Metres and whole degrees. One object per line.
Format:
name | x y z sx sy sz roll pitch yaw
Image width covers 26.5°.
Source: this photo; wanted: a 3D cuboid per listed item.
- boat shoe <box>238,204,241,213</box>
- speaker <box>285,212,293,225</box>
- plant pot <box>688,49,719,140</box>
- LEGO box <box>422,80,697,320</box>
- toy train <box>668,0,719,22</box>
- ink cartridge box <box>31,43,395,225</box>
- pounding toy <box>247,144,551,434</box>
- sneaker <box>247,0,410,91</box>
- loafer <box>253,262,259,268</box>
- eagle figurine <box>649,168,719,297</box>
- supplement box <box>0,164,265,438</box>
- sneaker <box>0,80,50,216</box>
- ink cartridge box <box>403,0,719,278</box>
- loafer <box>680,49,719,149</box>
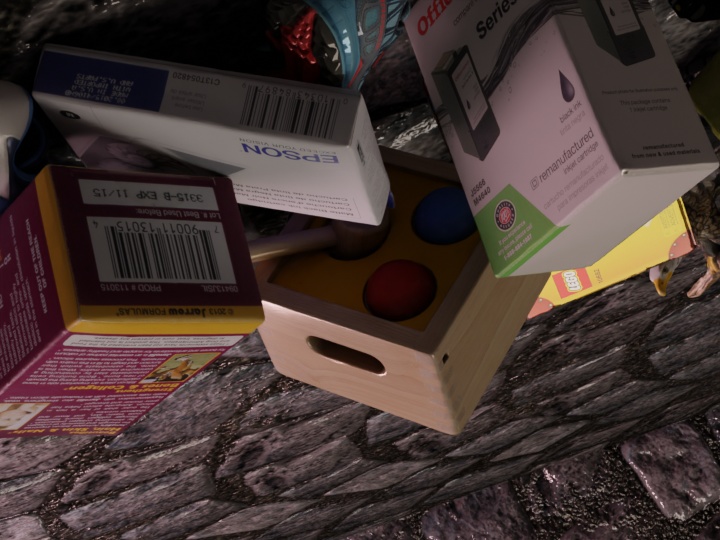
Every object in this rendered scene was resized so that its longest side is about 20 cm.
boat shoe | -0.186 -0.039 1.085 0.201 0.074 0.063 -8 123 -7
speaker | 0.034 -0.033 1.316 0.200 0.081 0.081 -5 156 -41
plant pot | 0.341 -0.141 1.079 0.184 0.200 0.200 -44 156 17
LEGO box | 0.154 -0.078 1.163 0.149 0.077 0.200 -22 128 6
toy train | 0.314 -0.214 1.151 0.200 0.046 0.034 -12 160 -27
ink cartridge box | -0.084 -0.073 0.967 0.199 0.041 0.200 10 166 11
pounding toy | 0.000 0.000 1.083 0.184 0.200 0.142 -57 149 -28
sneaker | -0.006 -0.141 0.944 0.096 0.079 0.200 -40 -179 -12
loafer | -0.073 0.023 1.371 0.200 0.070 0.070 -11 160 -27
eagle figurine | 0.256 -0.047 1.339 0.200 0.151 0.152 25 116 -12
supplement box | -0.171 0.026 0.954 0.131 0.103 0.200 2 154 -40
sneaker | -0.228 -0.057 0.957 0.082 0.074 0.200 -19 163 -8
ink cartridge box | 0.120 -0.117 0.966 0.084 0.200 0.146 -7 157 -32
loafer | 0.300 -0.141 1.318 0.070 0.068 0.201 -9 166 -25
